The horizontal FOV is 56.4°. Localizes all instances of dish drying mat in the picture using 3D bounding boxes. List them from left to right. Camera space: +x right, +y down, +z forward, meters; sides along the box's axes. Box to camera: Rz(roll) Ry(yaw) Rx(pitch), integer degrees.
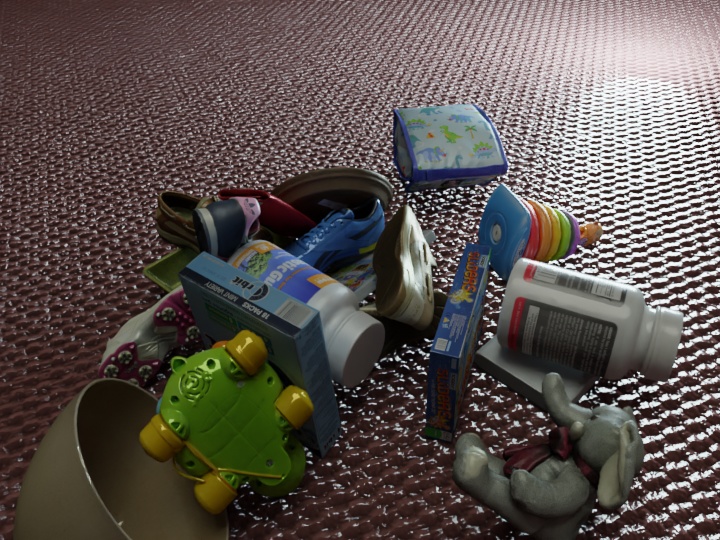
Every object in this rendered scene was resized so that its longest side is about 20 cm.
[{"bbox_3d":[-0.117,-0.074,0.918,0.075,0.200,0.019,0,80,16],"label":"dish drying mat"}]

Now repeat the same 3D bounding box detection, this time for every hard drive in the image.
[{"bbox_3d":[0.258,0.094,0.870,0.131,0.027,0.198,30,49,34],"label":"hard drive"}]

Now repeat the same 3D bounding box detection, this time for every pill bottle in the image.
[{"bbox_3d":[-0.070,0.053,0.801,0.197,0.114,0.112,28,46,28],"label":"pill bottle"},{"bbox_3d":[0.269,0.062,0.797,0.195,0.113,0.111,16,41,21],"label":"pill bottle"}]

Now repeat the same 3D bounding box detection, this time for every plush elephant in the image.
[{"bbox_3d":[0.199,0.180,0.645,0.198,0.165,0.157,35,89,19],"label":"plush elephant"}]

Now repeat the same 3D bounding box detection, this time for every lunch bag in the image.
[{"bbox_3d":[0.151,-0.207,1.177,0.165,0.131,0.201,-6,28,-6],"label":"lunch bag"}]

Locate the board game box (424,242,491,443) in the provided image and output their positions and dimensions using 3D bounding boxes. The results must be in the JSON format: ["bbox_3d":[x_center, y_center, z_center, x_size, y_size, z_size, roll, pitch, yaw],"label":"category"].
[{"bbox_3d":[0.118,0.081,0.803,0.034,0.138,0.202,10,40,15],"label":"board game box"}]

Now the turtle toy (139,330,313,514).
[{"bbox_3d":[-0.123,0.157,0.674,0.146,0.201,0.101,-43,22,-14],"label":"turtle toy"}]

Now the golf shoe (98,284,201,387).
[{"bbox_3d":[-0.251,0.065,0.857,0.198,0.076,0.092,-37,32,-6],"label":"golf shoe"}]

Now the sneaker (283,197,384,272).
[{"bbox_3d":[-0.051,-0.048,0.946,0.197,0.080,0.066,-25,45,-25],"label":"sneaker"}]

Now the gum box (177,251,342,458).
[{"bbox_3d":[-0.106,0.095,0.739,0.167,0.203,0.045,24,50,30],"label":"gum box"}]

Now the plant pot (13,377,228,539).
[{"bbox_3d":[-0.236,0.223,0.619,0.133,0.201,0.202,-36,41,5],"label":"plant pot"}]

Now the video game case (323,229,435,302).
[{"bbox_3d":[0.000,0.000,0.954,0.141,0.018,0.199,-6,24,47],"label":"video game case"}]

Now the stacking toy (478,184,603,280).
[{"bbox_3d":[0.288,-0.054,1.016,0.195,0.118,0.111,0,35,-21],"label":"stacking toy"}]

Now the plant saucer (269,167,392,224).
[{"bbox_3d":[-0.046,-0.095,1.014,0.194,0.201,0.030,-6,70,-5],"label":"plant saucer"}]

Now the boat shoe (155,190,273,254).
[{"bbox_3d":[-0.221,-0.067,0.978,0.195,0.075,0.076,14,40,19],"label":"boat shoe"}]

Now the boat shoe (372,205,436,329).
[{"bbox_3d":[0.060,-0.005,0.844,0.064,0.072,0.202,29,32,-18],"label":"boat shoe"}]

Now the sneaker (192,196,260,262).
[{"bbox_3d":[-0.167,-0.037,0.865,0.080,0.200,0.072,-23,84,-17],"label":"sneaker"}]

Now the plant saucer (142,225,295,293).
[{"bbox_3d":[-0.180,0.011,0.978,0.198,0.049,0.198,29,47,32],"label":"plant saucer"}]

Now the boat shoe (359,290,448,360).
[{"bbox_3d":[0.025,0.074,0.882,0.195,0.074,0.065,-19,2,-3],"label":"boat shoe"}]
